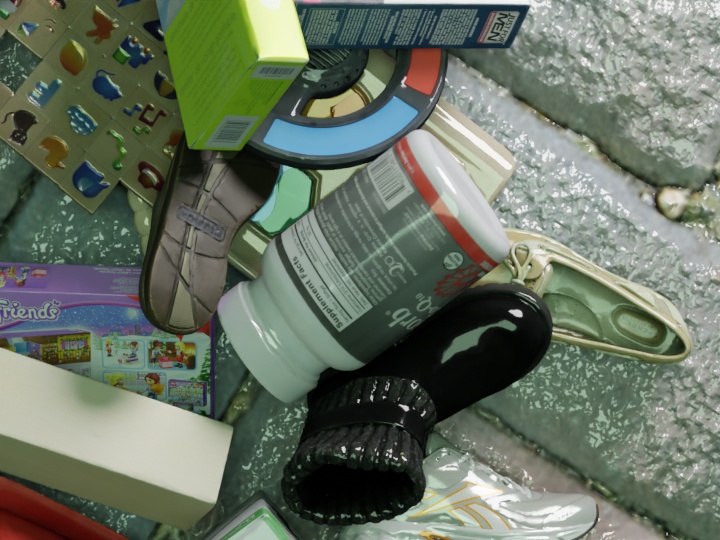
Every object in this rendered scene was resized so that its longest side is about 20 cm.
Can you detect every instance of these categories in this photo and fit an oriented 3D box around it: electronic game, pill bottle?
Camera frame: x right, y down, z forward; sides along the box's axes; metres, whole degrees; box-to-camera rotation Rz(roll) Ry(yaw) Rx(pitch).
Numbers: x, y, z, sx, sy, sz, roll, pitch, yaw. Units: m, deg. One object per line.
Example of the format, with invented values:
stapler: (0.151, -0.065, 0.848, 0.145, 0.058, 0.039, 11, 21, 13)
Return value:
electronic game: (-0.033, -0.166, 1.573, 0.198, 0.042, 0.202, 3, 65, -5)
pill bottle: (0.000, 0.000, 1.539, 0.199, 0.116, 0.116, -37, 91, 11)

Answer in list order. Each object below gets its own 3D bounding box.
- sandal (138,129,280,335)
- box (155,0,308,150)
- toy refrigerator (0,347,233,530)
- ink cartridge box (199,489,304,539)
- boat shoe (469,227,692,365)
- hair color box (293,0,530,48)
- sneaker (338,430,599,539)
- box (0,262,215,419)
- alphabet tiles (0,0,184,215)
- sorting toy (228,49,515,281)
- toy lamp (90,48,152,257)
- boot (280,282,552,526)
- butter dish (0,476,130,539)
sandal: (-0.118, -0.036, 1.539, 0.081, 0.054, 0.201, 31, 57, -24)
box: (-0.102, -0.201, 1.501, 0.047, 0.122, 0.202, -1, 63, -30)
toy refrigerator: (-0.200, 0.118, 1.536, 0.198, 0.076, 0.071, 19, 63, -13)
ink cartridge box: (-0.057, 0.245, 1.533, 0.083, 0.200, 0.147, -39, 92, -4)
boat shoe: (0.154, 0.022, 1.595, 0.199, 0.063, 0.074, 23, 96, -6)
hair color box: (0.017, -0.219, 1.555, 0.198, 0.061, 0.101, -2, 62, -16)
sneaker: (0.082, 0.167, 1.599, 0.198, 0.076, 0.093, -1, 86, -2)
box: (-0.207, 0.062, 1.573, 0.198, 0.039, 0.138, 2, 125, -1)
alphabet tiles: (-0.199, -0.145, 1.562, 0.200, 0.008, 0.168, 40, 69, -7)
sorting toy: (-0.008, -0.061, 1.610, 0.185, 0.036, 0.201, 38, 90, -1)
toy lamp: (-0.170, -0.067, 1.596, 0.058, 0.058, 0.202, -17, 90, -1)
boot: (0.045, 0.100, 1.532, 0.210, 0.158, 0.080, -28, 108, 15)
butter dish: (-0.239, 0.279, 1.527, 0.199, 0.148, 0.201, 33, 89, -37)
